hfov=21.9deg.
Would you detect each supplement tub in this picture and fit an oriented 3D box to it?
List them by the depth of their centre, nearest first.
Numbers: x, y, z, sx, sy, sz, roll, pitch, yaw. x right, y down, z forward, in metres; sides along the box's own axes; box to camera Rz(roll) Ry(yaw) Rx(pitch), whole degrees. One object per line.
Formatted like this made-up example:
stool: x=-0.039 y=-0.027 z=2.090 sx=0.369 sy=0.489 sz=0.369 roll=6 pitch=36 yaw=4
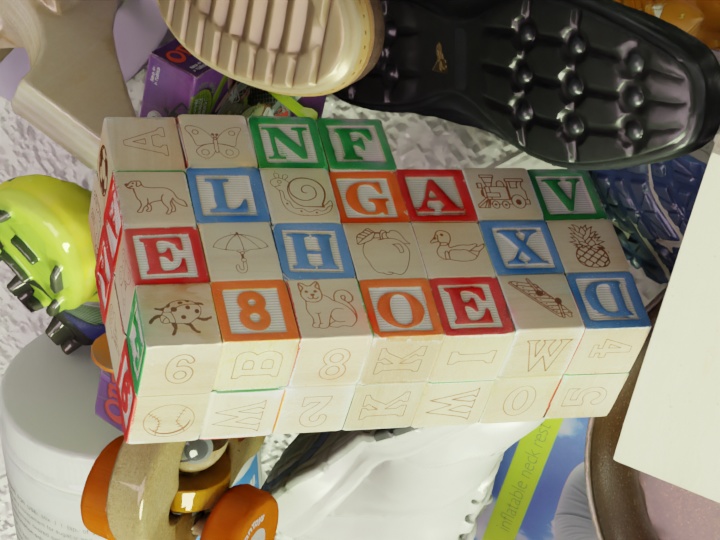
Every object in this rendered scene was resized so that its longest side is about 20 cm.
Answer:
supplement tub: x=-0.113 y=0.136 z=0.965 sx=0.131 sy=0.132 sz=0.201 roll=13 pitch=127 yaw=21

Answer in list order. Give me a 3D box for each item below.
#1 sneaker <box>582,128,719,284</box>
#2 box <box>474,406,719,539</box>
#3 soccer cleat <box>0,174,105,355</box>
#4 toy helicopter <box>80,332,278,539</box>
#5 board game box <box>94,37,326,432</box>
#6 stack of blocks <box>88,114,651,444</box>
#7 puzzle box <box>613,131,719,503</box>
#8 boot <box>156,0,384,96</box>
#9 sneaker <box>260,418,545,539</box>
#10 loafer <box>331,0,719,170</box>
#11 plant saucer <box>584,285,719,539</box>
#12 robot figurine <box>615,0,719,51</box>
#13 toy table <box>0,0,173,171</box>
sneaker: x=0.166 y=-0.041 z=0.736 sx=0.199 sy=0.085 sz=0.077 roll=12 pitch=133 yaw=50
box: x=0.104 y=0.093 z=0.873 sx=0.199 sy=0.048 sz=0.123 roll=25 pitch=129 yaw=11
soccer cleat: x=-0.126 y=-0.016 z=0.855 sx=0.065 sy=0.084 sz=0.200 roll=47 pitch=169 yaw=7
toy helicopter: x=-0.055 y=0.032 z=0.821 sx=0.078 sy=0.201 sz=0.133 roll=20 pitch=150 yaw=21
board game box: x=-0.063 y=-0.031 z=0.835 sx=0.032 sy=0.120 sz=0.201 roll=27 pitch=129 yaw=15
stack of blocks: x=0.000 y=0.000 z=0.734 sx=0.198 sy=0.116 sz=0.059 roll=-1 pitch=139 yaw=-18
puzzle box: x=0.173 y=0.035 z=0.691 sx=0.132 sy=0.026 sz=0.201 roll=22 pitch=145 yaw=11
boot: x=-0.009 y=-0.126 z=0.674 sx=0.200 sy=0.165 sz=0.073 roll=44 pitch=124 yaw=37
sneaker: x=0.032 y=0.086 z=0.840 sx=0.087 sy=0.075 sz=0.200 roll=42 pitch=141 yaw=-9
loafer: x=0.067 y=-0.083 z=0.728 sx=0.200 sy=0.070 sz=0.069 roll=17 pitch=112 yaw=48
plant saucer: x=0.195 y=0.082 z=0.785 sx=0.198 sy=0.032 sz=0.202 roll=2 pitch=99 yaw=15
robot figurine: x=0.180 y=-0.138 z=0.672 sx=0.199 sy=0.058 sz=0.146 roll=-1 pitch=120 yaw=30
toy table: x=-0.154 y=-0.132 z=0.822 sx=0.183 sy=0.117 sz=0.201 roll=28 pitch=131 yaw=10
